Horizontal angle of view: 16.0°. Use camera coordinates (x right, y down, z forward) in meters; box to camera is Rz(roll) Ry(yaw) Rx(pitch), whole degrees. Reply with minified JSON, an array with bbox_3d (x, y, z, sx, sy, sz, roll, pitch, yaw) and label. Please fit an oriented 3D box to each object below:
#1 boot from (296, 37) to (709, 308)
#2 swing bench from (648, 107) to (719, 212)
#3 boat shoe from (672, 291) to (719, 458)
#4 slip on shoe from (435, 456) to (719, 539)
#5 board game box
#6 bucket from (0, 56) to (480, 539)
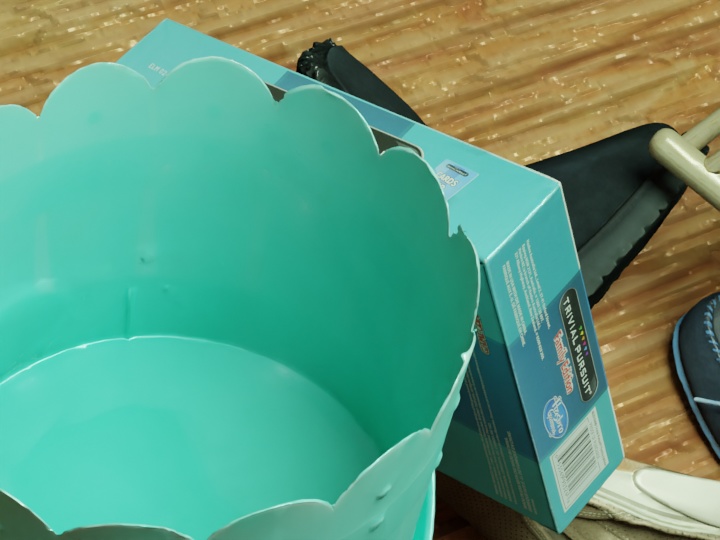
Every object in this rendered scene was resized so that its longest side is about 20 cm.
[{"bbox_3d":[0.046,-0.048,1.124,0.168,0.077,0.200,40,47,7],"label":"boot"},{"bbox_3d":[0.259,-0.030,1.136,0.201,0.130,0.199,55,30,1],"label":"swing bench"},{"bbox_3d":[0.222,0.085,1.140,0.084,0.069,0.200,-36,83,-32],"label":"boat shoe"},{"bbox_3d":[0.076,0.099,1.076,0.199,0.076,0.061,17,85,-14],"label":"slip on shoe"},{"bbox_3d":[0.000,0.000,0.983,0.199,0.151,0.047,26,58,35],"label":"board game box"},{"bbox_3d":[-0.062,0.045,0.856,0.206,0.135,0.208,3,48,-3],"label":"bucket"}]
